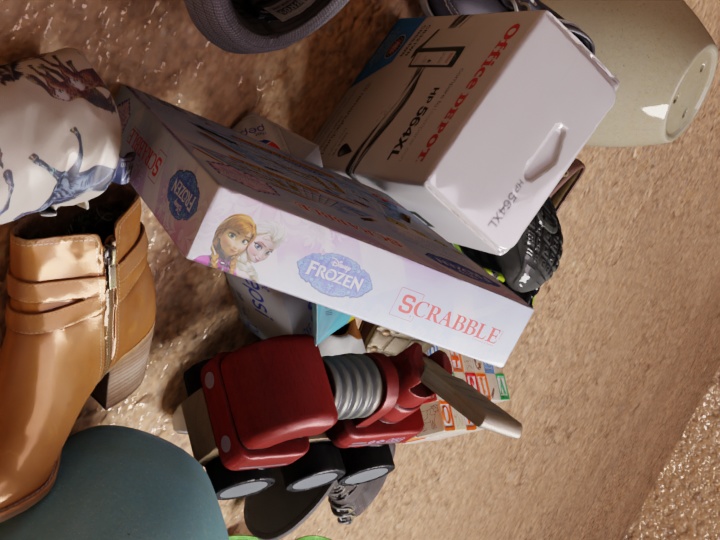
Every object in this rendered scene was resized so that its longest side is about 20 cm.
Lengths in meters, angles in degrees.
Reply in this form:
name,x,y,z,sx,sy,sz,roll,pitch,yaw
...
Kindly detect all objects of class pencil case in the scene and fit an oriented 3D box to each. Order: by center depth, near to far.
name,x,y,z,sx,sy,sz,roll,pitch,yaw
pencil case,-0.205,-0.045,0.590,0.200,0.078,0.090,-29,121,-47

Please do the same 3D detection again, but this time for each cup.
name,x,y,z,sx,sy,sz,roll,pitch,yaw
cup,0.259,-0.200,1.187,0.200,0.143,0.200,-43,150,-33

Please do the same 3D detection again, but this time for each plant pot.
name,x,y,z,sx,sy,sz,roll,pitch,yaw
plant pot,-0.165,0.183,0.804,0.200,0.200,0.135,81,23,-53

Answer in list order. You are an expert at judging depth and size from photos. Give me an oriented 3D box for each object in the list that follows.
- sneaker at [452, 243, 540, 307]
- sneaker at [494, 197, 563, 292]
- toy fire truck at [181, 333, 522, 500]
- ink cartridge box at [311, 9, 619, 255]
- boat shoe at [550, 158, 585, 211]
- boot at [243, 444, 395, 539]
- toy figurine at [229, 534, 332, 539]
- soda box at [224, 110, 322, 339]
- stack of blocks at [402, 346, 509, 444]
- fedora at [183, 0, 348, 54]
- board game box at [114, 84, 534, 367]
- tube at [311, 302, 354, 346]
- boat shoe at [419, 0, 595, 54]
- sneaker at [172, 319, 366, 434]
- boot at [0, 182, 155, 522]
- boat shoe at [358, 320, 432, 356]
name,x,y,z,sx,sy,sz,roll,pitch,yaw
sneaker,0.093,0.005,0.959,0.200,0.083,0.072,6,97,-66
sneaker,0.099,-0.060,0.949,0.091,0.200,0.076,-23,138,19
toy fire truck,-0.002,0.093,0.850,0.176,0.129,0.200,2,151,-40
ink cartridge box,0.063,-0.103,0.863,0.084,0.200,0.146,39,80,-26
boat shoe,0.170,-0.036,1.278,0.200,0.072,0.072,-61,154,2
boot,-0.025,0.207,1.188,0.200,0.069,0.174,-50,152,-23
toy figurine,-0.107,0.355,1.141,0.200,0.150,0.184,-15,142,-50
soda box,-0.060,-0.020,0.893,0.068,0.063,0.200,-48,152,-24
stack of blocks,0.084,0.109,1.222,0.200,0.058,0.115,11,65,-63
fedora,-0.049,-0.223,0.669,0.177,0.090,0.200,-25,144,-47
board game box,-0.032,-0.029,0.694,0.200,0.200,0.041,20,102,-29
tube,0.000,0.000,0.898,0.200,0.050,0.078,-20,104,-69
boat shoe,0.122,-0.207,0.984,0.200,0.063,0.073,18,87,-49
sneaker,-0.075,0.078,0.991,0.200,0.073,0.085,-15,96,-46
boot,-0.189,0.047,0.714,0.200,0.077,0.155,-37,148,-42
boat shoe,0.052,0.005,1.107,0.072,0.068,0.200,43,73,-39
